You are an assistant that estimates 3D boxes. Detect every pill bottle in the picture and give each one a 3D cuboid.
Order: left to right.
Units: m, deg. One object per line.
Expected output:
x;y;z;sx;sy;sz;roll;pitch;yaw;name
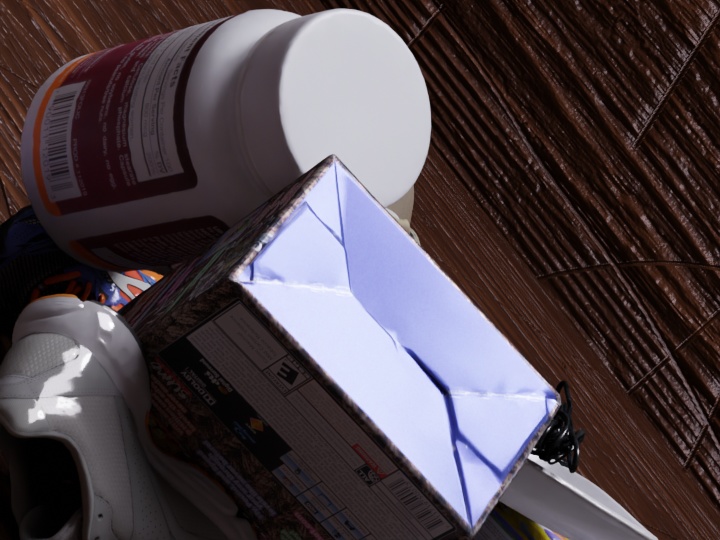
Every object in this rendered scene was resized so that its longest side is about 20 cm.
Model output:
-0.066;-0.065;1.453;0.199;0.115;0.114;-8;-43;48;pill bottle

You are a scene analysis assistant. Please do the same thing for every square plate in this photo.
0.042;0.081;1.538;0.197;0.029;0.200;30;1;-14;square plate

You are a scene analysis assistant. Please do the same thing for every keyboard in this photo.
0.071;0.061;1.499;0.104;0.040;0.200;30;2;6;keyboard

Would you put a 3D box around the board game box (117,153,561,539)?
-0.036;0.068;1.385;0.160;0.200;0.097;47;49;-9;board game box

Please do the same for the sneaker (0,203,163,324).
-0.135;0.025;1.565;0.200;0.075;0.079;34;19;-54;sneaker

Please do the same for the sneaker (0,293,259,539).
-0.113;0.114;1.332;0.201;0.075;0.092;59;39;-26;sneaker

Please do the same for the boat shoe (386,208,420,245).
0.000;0.000;1.527;0.074;0.069;0.200;29;0;-5;boat shoe

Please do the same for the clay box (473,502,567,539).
0.099;0.169;1.605;0.115;0.048;0.200;45;7;23;clay box

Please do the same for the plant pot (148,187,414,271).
-0.081;-0.028;1.804;0.187;0.187;0.200;48;23;-3;plant pot

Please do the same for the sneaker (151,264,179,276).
-0.051;0.006;1.653;0.085;0.077;0.200;15;-32;51;sneaker
